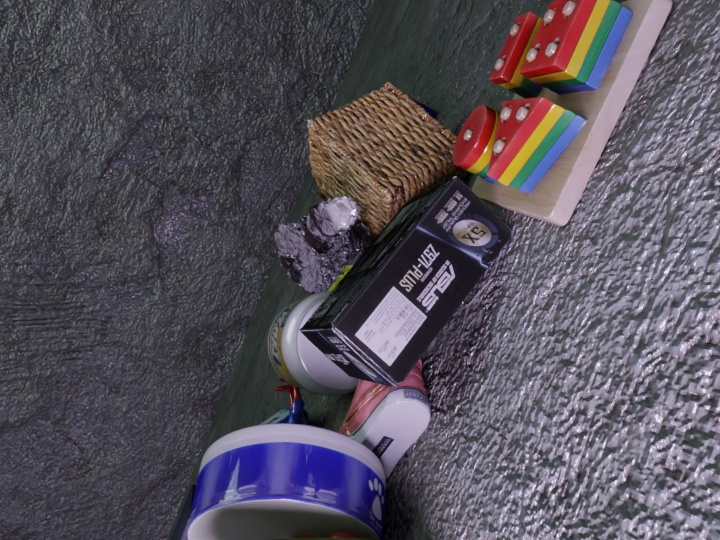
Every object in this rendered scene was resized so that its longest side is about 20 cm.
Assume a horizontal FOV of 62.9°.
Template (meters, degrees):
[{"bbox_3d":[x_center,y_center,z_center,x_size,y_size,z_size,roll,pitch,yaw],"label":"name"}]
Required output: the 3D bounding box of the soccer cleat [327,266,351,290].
[{"bbox_3d":[0.000,0.001,0.888,0.200,0.084,0.065,-24,36,47],"label":"soccer cleat"}]

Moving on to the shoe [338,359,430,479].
[{"bbox_3d":[0.011,0.180,0.675,0.200,0.071,0.091,-55,17,29],"label":"shoe"}]

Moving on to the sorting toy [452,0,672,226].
[{"bbox_3d":[0.168,-0.162,0.574,0.200,0.069,0.200,-126,58,-74],"label":"sorting toy"}]

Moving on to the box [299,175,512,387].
[{"bbox_3d":[0.041,0.016,0.631,0.200,0.086,0.164,-50,9,-16],"label":"box"}]

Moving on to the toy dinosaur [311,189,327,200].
[{"bbox_3d":[-0.049,-0.065,0.966,0.106,0.060,0.201,-64,-11,-51],"label":"toy dinosaur"}]

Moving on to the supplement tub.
[{"bbox_3d":[-0.052,0.105,0.857,0.200,0.144,0.145,156,134,-71],"label":"supplement tub"}]

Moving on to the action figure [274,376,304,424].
[{"bbox_3d":[-0.122,0.269,0.901,0.065,0.098,0.201,114,144,-54],"label":"action figure"}]

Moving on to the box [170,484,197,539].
[{"bbox_3d":[-0.176,0.422,0.785,0.104,0.181,0.201,-166,97,-76],"label":"box"}]

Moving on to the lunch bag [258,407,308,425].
[{"bbox_3d":[-0.159,0.328,1.010,0.201,0.127,0.170,-60,8,-20],"label":"lunch bag"}]

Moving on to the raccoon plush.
[{"bbox_3d":[-0.010,-0.044,0.704,0.134,0.097,0.200,-30,7,-33],"label":"raccoon plush"}]

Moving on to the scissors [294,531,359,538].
[{"bbox_3d":[-0.022,0.319,0.611,0.014,0.073,0.201,-88,-9,-48],"label":"scissors"}]

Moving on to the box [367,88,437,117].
[{"bbox_3d":[0.037,-0.227,1.106,0.201,0.104,0.184,-65,15,10],"label":"box"}]

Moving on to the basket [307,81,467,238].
[{"bbox_3d":[0.038,-0.139,0.829,0.149,0.200,0.143,-31,-32,-21],"label":"basket"}]

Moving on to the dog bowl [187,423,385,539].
[{"bbox_3d":[-0.073,0.248,0.610,0.079,0.199,0.200,-88,24,-47],"label":"dog bowl"}]

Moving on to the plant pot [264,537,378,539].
[{"bbox_3d":[-0.053,0.292,0.464,0.187,0.199,0.188,-158,90,-77],"label":"plant pot"}]
